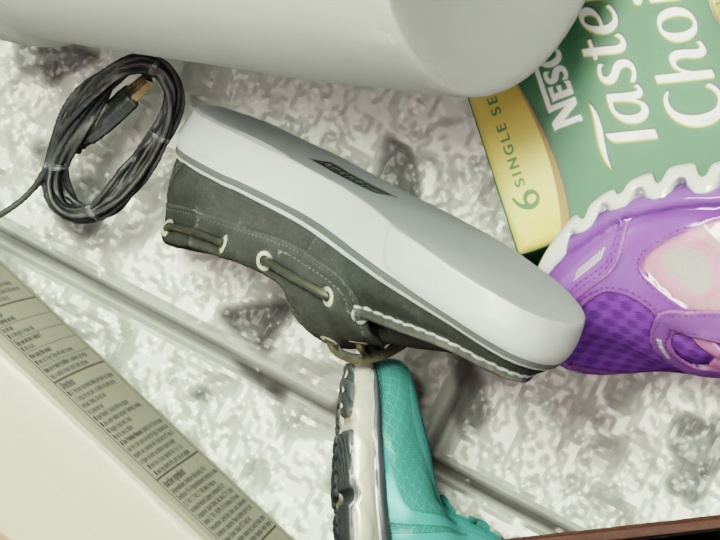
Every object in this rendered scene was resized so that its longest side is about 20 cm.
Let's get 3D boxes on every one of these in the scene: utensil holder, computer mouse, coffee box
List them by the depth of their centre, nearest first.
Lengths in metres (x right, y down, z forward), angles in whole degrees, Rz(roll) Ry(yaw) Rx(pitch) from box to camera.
[{"bbox_3d":[-0.034,-0.149,0.904,0.199,0.170,0.171,13,88,34],"label":"utensil holder"},{"bbox_3d":[0.132,-0.089,0.946,0.199,0.044,0.123,-19,80,12],"label":"coffee box"},{"bbox_3d":[-0.146,-0.016,1.012,0.200,0.034,0.059,-33,87,12],"label":"computer mouse"}]

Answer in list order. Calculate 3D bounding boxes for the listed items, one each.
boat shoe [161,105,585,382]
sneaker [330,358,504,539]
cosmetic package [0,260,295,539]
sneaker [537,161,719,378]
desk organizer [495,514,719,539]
[{"bbox_3d":[0.000,0.000,0.939,0.200,0.068,0.057,31,105,44],"label":"boat shoe"},{"bbox_3d":[0.038,0.124,0.946,0.079,0.078,0.201,-18,86,-6],"label":"sneaker"},{"bbox_3d":[-0.119,0.075,0.947,0.200,0.103,0.087,44,98,4],"label":"cosmetic package"},{"bbox_3d":[0.151,0.015,0.893,0.199,0.081,0.089,-8,51,21],"label":"sneaker"},{"bbox_3d":[0.084,0.119,0.880,0.199,0.077,0.072,-5,82,-12],"label":"desk organizer"}]
